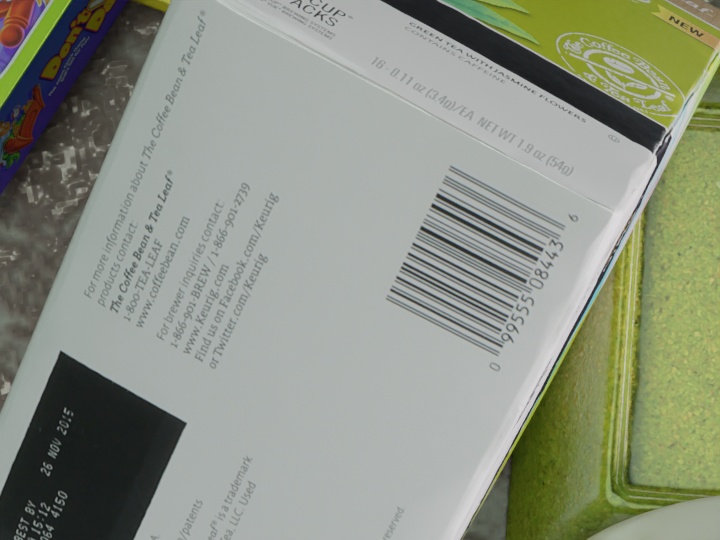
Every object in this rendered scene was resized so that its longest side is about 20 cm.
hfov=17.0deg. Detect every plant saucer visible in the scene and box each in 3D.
[{"bbox_3d":[0.155,0.018,0.823,0.200,0.048,0.200,4,86,4],"label":"plant saucer"}]

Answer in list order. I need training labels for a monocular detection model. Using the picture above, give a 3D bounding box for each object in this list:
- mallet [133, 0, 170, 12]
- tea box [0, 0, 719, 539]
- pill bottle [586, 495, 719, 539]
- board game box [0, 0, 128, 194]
[{"bbox_3d":[-0.080,-0.093,0.857,0.200,0.041,0.066,16,89,10],"label":"mallet"},{"bbox_3d":[0.000,0.000,0.728,0.134,0.197,0.200,29,118,5],"label":"tea box"},{"bbox_3d":[0.129,0.180,0.766,0.109,0.109,0.200,-13,104,3],"label":"pill bottle"},{"bbox_3d":[-0.178,-0.129,0.842,0.200,0.045,0.135,34,91,14],"label":"board game box"}]
